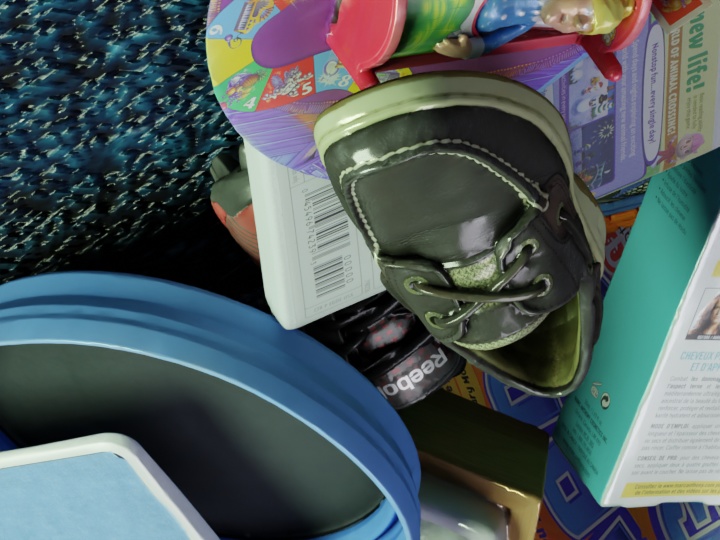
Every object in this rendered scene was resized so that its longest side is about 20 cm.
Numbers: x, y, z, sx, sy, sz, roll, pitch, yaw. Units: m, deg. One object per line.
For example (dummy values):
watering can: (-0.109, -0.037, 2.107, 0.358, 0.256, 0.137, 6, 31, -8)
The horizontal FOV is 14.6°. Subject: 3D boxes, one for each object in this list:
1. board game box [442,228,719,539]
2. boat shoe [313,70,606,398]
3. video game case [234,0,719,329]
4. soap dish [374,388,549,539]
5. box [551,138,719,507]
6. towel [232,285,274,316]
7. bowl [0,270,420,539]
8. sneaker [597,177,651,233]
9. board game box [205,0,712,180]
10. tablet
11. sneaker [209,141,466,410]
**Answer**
board game box: (0.196, 0.073, 1.397, 0.200, 0.200, 0.200, -14, 158, -38)
boat shoe: (0.043, -0.007, 0.910, 0.072, 0.066, 0.201, -16, 160, 13)
video game case: (0.045, -0.077, 0.934, 0.182, 0.022, 0.200, -23, 145, -13)
soap dish: (-0.002, 0.124, 1.184, 0.081, 0.157, 0.200, -54, 159, -44)
box: (0.147, -0.001, 1.090, 0.082, 0.049, 0.200, 2, 123, -29)
towel: (-0.077, 0.053, 1.230, 0.200, 0.024, 0.145, -22, 164, -17)
bowl: (-0.073, 0.069, 1.058, 0.201, 0.039, 0.201, 12, 146, 8)
sneaker: (0.150, -0.078, 1.105, 0.200, 0.075, 0.078, -30, 160, 4)
board game box: (0.050, -0.089, 0.865, 0.200, 0.039, 0.158, -38, 146, 8)
tablet: (-0.147, 0.114, 1.090, 0.200, 0.014, 0.130, -11, 136, 24)
sneaker: (0.000, 0.000, 1.063, 0.071, 0.098, 0.200, -27, 162, 5)
